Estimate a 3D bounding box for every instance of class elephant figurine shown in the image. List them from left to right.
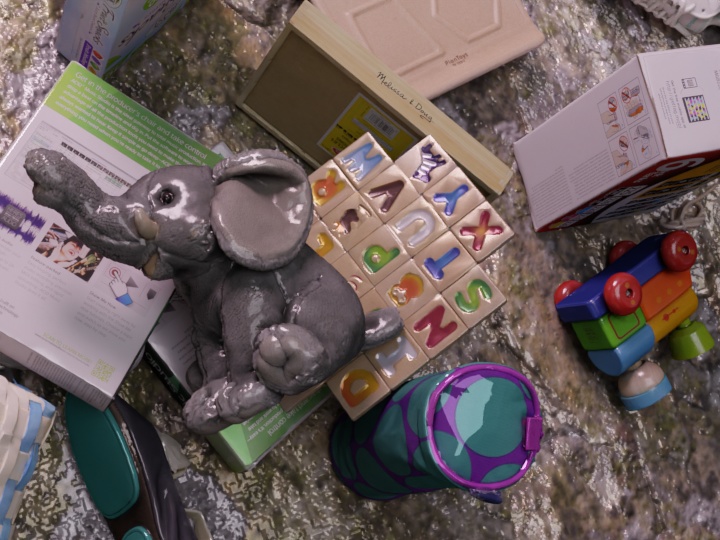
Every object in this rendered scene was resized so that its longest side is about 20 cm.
[{"bbox_3d":[-0.087,-0.013,0.754,0.141,0.155,0.201,-27,89,14],"label":"elephant figurine"}]

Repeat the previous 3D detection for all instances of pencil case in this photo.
[{"bbox_3d":[0.049,0.117,0.830,0.092,0.200,0.086,22,72,-15],"label":"pencil case"}]

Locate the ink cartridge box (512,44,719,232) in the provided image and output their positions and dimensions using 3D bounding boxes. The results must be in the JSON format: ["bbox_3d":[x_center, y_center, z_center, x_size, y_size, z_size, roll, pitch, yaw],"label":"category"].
[{"bbox_3d":[0.251,-0.108,0.970,0.174,0.200,0.085,-11,80,-22],"label":"ink cartridge box"}]

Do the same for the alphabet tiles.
[{"bbox_3d":[0.000,0.000,0.833,0.199,0.006,0.167,-37,68,-2],"label":"alphabet tiles"}]

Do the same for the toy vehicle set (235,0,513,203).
[{"bbox_3d":[0.007,-0.102,0.914,0.199,0.124,0.027,39,58,-8],"label":"toy vehicle set"}]

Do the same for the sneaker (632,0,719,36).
[{"bbox_3d":[0.291,-0.263,1.102,0.198,0.070,0.081,0,79,-22],"label":"sneaker"}]

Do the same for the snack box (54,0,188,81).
[{"bbox_3d":[-0.142,-0.229,0.848,0.053,0.200,0.142,43,65,-5],"label":"snack box"}]

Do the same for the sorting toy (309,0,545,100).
[{"bbox_3d":[0.039,-0.241,1.019,0.184,0.036,0.201,-28,83,-25],"label":"sorting toy"}]

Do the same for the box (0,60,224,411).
[{"bbox_3d":[-0.183,-0.027,0.802,0.144,0.036,0.201,33,59,-10],"label":"box"}]

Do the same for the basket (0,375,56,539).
[{"bbox_3d":[-0.301,0.111,0.713,0.199,0.138,0.178,29,77,-42],"label":"basket"}]

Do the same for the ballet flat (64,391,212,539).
[{"bbox_3d":[-0.142,0.164,0.823,0.072,0.073,0.202,-18,77,-25],"label":"ballet flat"}]

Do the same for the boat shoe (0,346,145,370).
[{"bbox_3d":[-0.246,0.034,0.809,0.198,0.070,0.072,14,63,-15],"label":"boat shoe"}]

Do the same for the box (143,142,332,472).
[{"bbox_3d":[-0.097,0.026,0.882,0.144,0.036,0.201,-39,91,-25],"label":"box"}]

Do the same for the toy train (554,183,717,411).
[{"bbox_3d":[0.267,0.022,1.014,0.199,0.084,0.116,-33,100,-26],"label":"toy train"}]
